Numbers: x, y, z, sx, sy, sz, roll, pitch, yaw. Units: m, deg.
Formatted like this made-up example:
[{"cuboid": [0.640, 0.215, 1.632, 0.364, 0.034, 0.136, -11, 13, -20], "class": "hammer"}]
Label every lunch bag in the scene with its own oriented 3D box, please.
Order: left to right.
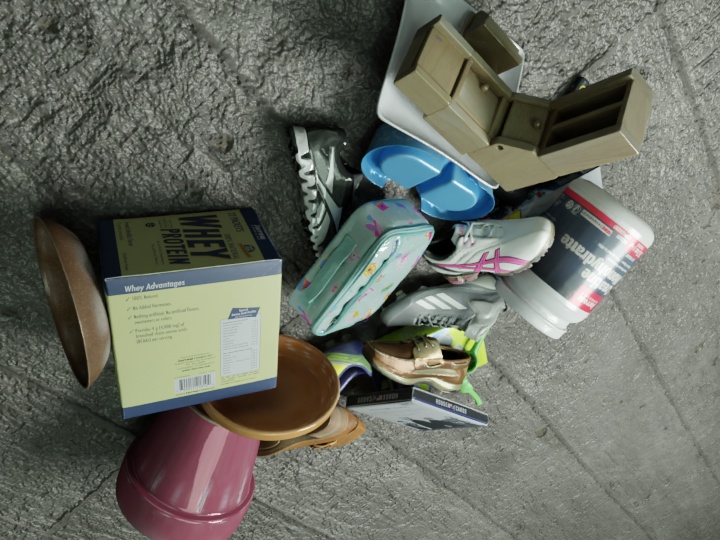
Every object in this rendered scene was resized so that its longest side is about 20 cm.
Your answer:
[{"cuboid": [0.000, 0.000, 0.782, 0.201, 0.077, 0.160, -53, 161, 26], "class": "lunch bag"}]

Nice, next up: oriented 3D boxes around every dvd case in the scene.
[{"cuboid": [0.096, 0.235, 0.977, 0.149, 0.025, 0.199, -18, 145, 42], "class": "dvd case"}]

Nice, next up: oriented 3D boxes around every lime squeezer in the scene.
[{"cuboid": [0.191, 0.164, 0.977, 0.070, 0.038, 0.203, -9, 123, -17], "class": "lime squeezer"}]

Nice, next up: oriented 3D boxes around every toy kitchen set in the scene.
[{"cuboid": [0.181, -0.225, 0.626, 0.199, 0.179, 0.165, 34, 67, -26], "class": "toy kitchen set"}]

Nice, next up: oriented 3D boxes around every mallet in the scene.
[{"cuboid": [0.264, -0.180, 0.842, 0.066, 0.041, 0.200, 36, 100, -33], "class": "mallet"}]

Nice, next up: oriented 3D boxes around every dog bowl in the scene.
[{"cuboid": [0.093, -0.131, 0.770, 0.198, 0.050, 0.111, 24, 155, -31], "class": "dog bowl"}]

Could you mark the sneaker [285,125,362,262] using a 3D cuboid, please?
[{"cuboid": [-0.037, -0.096, 0.763, 0.089, 0.067, 0.202, -12, 123, -8], "class": "sneaker"}]

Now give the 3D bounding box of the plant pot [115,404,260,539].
[{"cuboid": [-0.228, 0.256, 0.845, 0.198, 0.200, 0.181, 18, 108, -29], "class": "plant pot"}]

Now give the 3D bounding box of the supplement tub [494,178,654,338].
[{"cuboid": [0.304, -0.017, 0.847, 0.139, 0.141, 0.201, 26, 110, -32], "class": "supplement tub"}]

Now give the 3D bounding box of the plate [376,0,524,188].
[{"cuboid": [0.109, -0.225, 0.704, 0.198, 0.032, 0.203, 22, 74, -30], "class": "plate"}]

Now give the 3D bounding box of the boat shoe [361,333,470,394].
[{"cuboid": [0.092, 0.132, 0.904, 0.198, 0.076, 0.075, 19, 105, -36], "class": "boat shoe"}]

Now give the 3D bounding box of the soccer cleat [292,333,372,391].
[{"cuboid": [-0.075, 0.174, 0.907, 0.198, 0.084, 0.065, -27, 160, -3], "class": "soccer cleat"}]

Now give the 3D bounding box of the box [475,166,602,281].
[{"cuboid": [0.288, -0.069, 0.919, 0.198, 0.038, 0.138, -27, 127, -2], "class": "box"}]

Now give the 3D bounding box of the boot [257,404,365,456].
[{"cuboid": [-0.098, 0.275, 0.981, 0.197, 0.075, 0.155, -13, 155, 19], "class": "boot"}]

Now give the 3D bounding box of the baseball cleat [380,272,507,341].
[{"cuboid": [0.134, 0.068, 0.906, 0.197, 0.108, 0.070, -19, 155, -7], "class": "baseball cleat"}]

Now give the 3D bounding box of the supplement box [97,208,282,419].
[{"cuboid": [-0.212, 0.048, 0.737, 0.197, 0.135, 0.202, -8, 124, -24], "class": "supplement box"}]

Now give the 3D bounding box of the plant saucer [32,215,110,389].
[{"cuboid": [-0.328, 0.034, 0.670, 0.036, 0.200, 0.203, -16, 128, -34], "class": "plant saucer"}]

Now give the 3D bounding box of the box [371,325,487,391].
[{"cuboid": [0.110, 0.141, 0.984, 0.198, 0.048, 0.123, -23, 126, -6], "class": "box"}]

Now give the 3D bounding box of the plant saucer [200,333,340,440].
[{"cuboid": [-0.128, 0.162, 0.813, 0.197, 0.201, 0.038, -1, 123, -20], "class": "plant saucer"}]

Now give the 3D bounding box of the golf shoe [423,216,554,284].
[{"cuboid": [0.173, -0.035, 0.825, 0.198, 0.074, 0.092, -20, 140, 42], "class": "golf shoe"}]
